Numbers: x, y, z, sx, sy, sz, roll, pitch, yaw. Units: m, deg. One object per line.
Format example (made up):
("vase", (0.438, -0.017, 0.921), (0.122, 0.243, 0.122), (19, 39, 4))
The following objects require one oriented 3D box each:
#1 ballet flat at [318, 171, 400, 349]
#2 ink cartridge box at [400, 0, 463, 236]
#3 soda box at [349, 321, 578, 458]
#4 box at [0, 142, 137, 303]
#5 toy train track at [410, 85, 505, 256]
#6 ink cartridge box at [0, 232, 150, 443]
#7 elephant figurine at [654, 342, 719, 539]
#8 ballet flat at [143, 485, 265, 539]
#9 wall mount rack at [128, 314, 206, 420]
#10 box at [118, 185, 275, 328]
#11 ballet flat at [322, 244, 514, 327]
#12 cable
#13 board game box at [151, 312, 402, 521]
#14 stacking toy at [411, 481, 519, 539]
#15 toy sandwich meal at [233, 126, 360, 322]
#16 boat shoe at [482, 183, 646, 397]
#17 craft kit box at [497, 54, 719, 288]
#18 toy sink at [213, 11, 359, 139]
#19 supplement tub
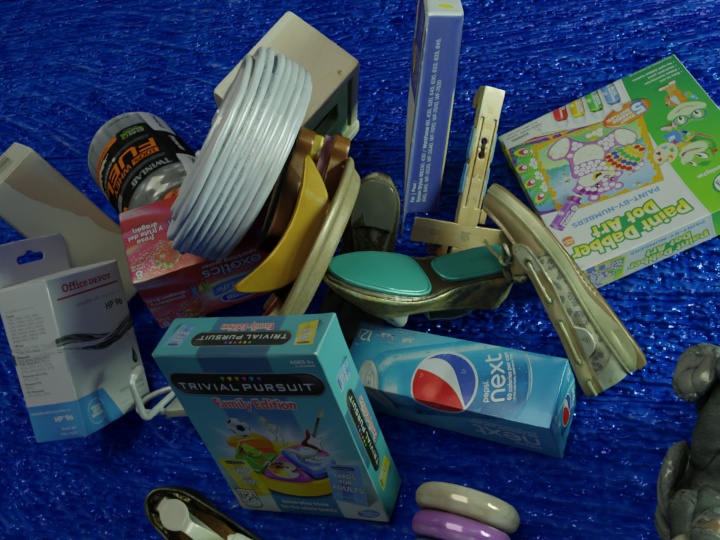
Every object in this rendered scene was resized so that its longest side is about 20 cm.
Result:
("ballet flat", (0.000, 0.000, 0.748), (0.067, 0.202, 0.046), (11, 23, 1))
("ink cartridge box", (0.069, -0.166, 0.757), (0.047, 0.199, 0.201), (4, 34, -1))
("soda box", (0.084, 0.103, 0.684), (0.198, 0.068, 0.065), (8, 61, 29))
("box", (-0.341, -0.049, 0.898), (0.078, 0.200, 0.095), (-52, 37, -14))
("toy train track", (0.104, -0.078, 0.759), (0.033, 0.114, 0.202), (-150, 69, -65))
("ink cartridge box", (-0.298, 0.060, 0.801), (0.067, 0.116, 0.202), (-10, 97, 20))
("elephant figurine", (0.255, 0.162, 0.532), (0.141, 0.154, 0.202), (-154, 82, -71))
("ballet flat", (-0.127, 0.252, 0.684), (0.199, 0.069, 0.068), (20, 68, 34))
("wall mount rack", (-0.142, 0.089, 0.806), (0.198, 0.075, 0.174), (-8, 18, 20))
("box", (-0.143, -0.028, 0.828), (0.198, 0.100, 0.096), (-18, 59, -6))
("ballet flat", (0.055, 0.019, 0.705), (0.198, 0.071, 0.071), (-5, 45, -26))
("cable", (-0.111, -0.101, 0.698), (0.200, 0.069, 0.201), (-45, 24, 50))
("board game box", (-0.065, 0.128, 0.651), (0.150, 0.201, 0.047), (-3, 37, 24))
("stacking toy", (0.059, 0.268, 0.580), (0.085, 0.085, 0.201), (6, 65, 28))
("toy sandwich meal", (-0.063, -0.031, 0.681), (0.070, 0.205, 0.206), (25, 65, -8))
("boat shoe", (0.162, 0.014, 0.665), (0.063, 0.073, 0.201), (-38, 78, 14))
("craft kit box", (0.261, -0.098, 0.754), (0.199, 0.049, 0.199), (-25, 53, 9))
("toy sink", (-0.078, -0.175, 0.909), (0.112, 0.200, 0.131), (37, 75, 9))
("supplement tub", (-0.247, -0.103, 0.949), (0.122, 0.123, 0.200), (-42, 50, -6))
